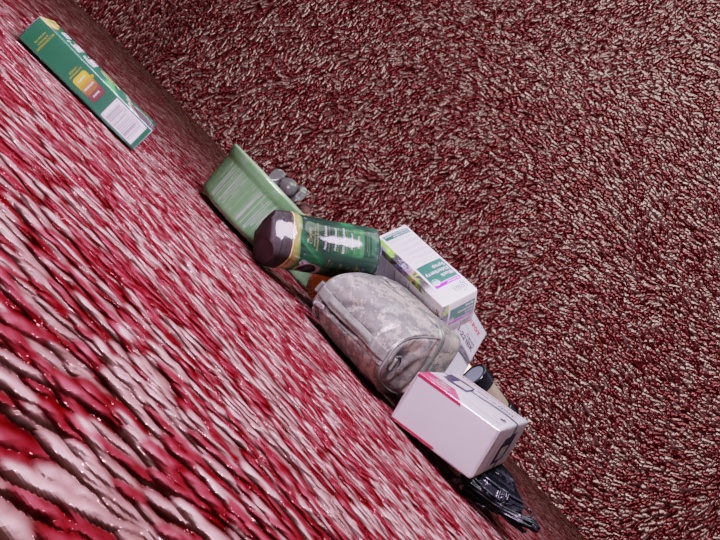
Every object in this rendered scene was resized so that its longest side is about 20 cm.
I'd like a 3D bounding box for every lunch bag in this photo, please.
[{"bbox_3d":[0.030,0.096,1.188,0.200,0.140,0.167,43,12,37],"label":"lunch bag"}]

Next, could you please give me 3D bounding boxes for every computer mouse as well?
[{"bbox_3d":[0.191,0.331,1.139,0.138,0.053,0.200,35,7,1],"label":"computer mouse"}]

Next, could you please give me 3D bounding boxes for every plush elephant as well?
[{"bbox_3d":[-0.288,-0.283,2.773,0.165,0.155,0.200,46,0,-8],"label":"plush elephant"}]

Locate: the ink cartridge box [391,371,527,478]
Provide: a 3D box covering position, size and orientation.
[{"bbox_3d":[0.154,0.225,1.132,0.144,0.085,0.200,34,7,24],"label":"ink cartridge box"}]

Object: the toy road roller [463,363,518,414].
[{"bbox_3d":[0.180,0.253,1.407,0.123,0.146,0.200,53,-14,-18],"label":"toy road roller"}]

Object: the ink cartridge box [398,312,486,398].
[{"bbox_3d":[0.129,0.131,1.365,0.083,0.201,0.145,-8,-56,45],"label":"ink cartridge box"}]

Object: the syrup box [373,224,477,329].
[{"bbox_3d":[0.105,0.016,1.303,0.200,0.078,0.082,45,-34,36],"label":"syrup box"}]

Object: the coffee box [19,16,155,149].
[{"bbox_3d":[-0.372,-0.259,1.046,0.200,0.044,0.123,46,1,-19],"label":"coffee box"}]

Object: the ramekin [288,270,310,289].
[{"bbox_3d":[-0.091,-0.011,1.608,0.200,0.098,0.200,46,1,-1],"label":"ramekin"}]

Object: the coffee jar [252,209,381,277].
[{"bbox_3d":[-0.072,-0.040,1.234,0.198,0.087,0.104,10,-18,-27],"label":"coffee jar"}]

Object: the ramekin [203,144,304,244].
[{"bbox_3d":[-0.187,-0.119,1.347,0.200,0.098,0.200,46,0,0],"label":"ramekin"}]

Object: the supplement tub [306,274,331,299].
[{"bbox_3d":[-0.002,0.069,1.388,0.200,0.122,0.123,46,0,-30],"label":"supplement tub"}]

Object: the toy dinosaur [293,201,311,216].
[{"bbox_3d":[-0.146,-0.106,1.740,0.134,0.201,0.087,4,51,-24],"label":"toy dinosaur"}]
